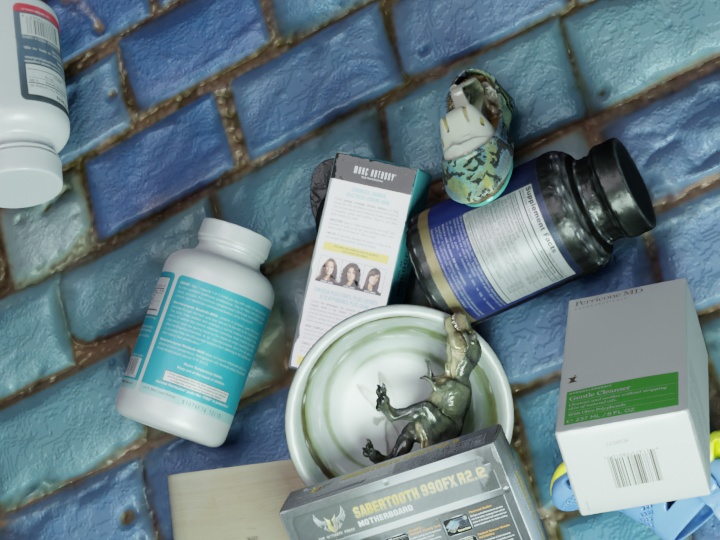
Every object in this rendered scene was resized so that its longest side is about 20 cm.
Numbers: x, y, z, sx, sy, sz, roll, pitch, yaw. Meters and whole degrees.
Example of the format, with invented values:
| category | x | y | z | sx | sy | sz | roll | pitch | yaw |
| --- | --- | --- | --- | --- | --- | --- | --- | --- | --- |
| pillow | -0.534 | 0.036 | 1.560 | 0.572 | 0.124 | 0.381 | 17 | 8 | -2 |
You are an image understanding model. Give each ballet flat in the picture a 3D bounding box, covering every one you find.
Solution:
| category | x | y | z | sx | sy | sz | roll | pitch | yaw |
| --- | --- | --- | --- | --- | --- | --- | --- | --- | --- |
| ballet flat | 0.096 | -0.123 | 1.600 | 0.074 | 0.074 | 0.200 | -29 | 21 | 16 |

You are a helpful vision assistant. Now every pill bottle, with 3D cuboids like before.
| category | x | y | z | sx | sy | sz | roll | pitch | yaw |
| --- | --- | --- | --- | --- | --- | --- | --- | --- | --- |
| pill bottle | -0.364 | -0.173 | 1.892 | 0.119 | 0.119 | 0.201 | -19 | 65 | 21 |
| pill bottle | 0.149 | -0.035 | 1.581 | 0.199 | 0.112 | 0.112 | -25 | 64 | 18 |
| pill bottle | -0.148 | 0.056 | 1.708 | 0.110 | 0.111 | 0.201 | 15 | 81 | 31 |

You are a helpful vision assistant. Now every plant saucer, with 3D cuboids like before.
| category | x | y | z | sx | sy | sz | roll | pitch | yaw |
| --- | --- | --- | --- | --- | --- | --- | --- | --- | --- |
| plant saucer | 0.032 | 0.125 | 1.589 | 0.199 | 0.050 | 0.202 | -1 | 99 | -5 |

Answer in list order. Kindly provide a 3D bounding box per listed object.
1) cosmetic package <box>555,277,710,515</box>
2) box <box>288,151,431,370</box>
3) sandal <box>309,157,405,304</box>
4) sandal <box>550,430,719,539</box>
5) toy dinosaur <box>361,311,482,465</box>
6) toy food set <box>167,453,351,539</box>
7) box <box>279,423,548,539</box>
| category | x | y | z | sx | sy | sz | roll | pitch | yaw |
| --- | --- | --- | --- | --- | --- | --- | --- | --- | --- |
| cosmetic package | 0.219 | 0.098 | 1.449 | 0.107 | 0.085 | 0.200 | -13 | 27 | 15 |
| box | 0.000 | 0.000 | 1.644 | 0.082 | 0.049 | 0.201 | 13 | 90 | 18 |
| sandal | -0.003 | -0.023 | 1.693 | 0.075 | 0.048 | 0.201 | -26 | 65 | 19 |
| sandal | 0.248 | 0.181 | 1.479 | 0.199 | 0.079 | 0.088 | -9 | 73 | 27 |
| toy dinosaur | 0.051 | 0.135 | 1.546 | 0.088 | 0.047 | 0.201 | 5 | 101 | -13 |
| toy food set | -0.083 | 0.247 | 1.650 | 0.199 | 0.060 | 0.145 | -11 | 81 | 26 |
| box | 0.052 | 0.235 | 1.525 | 0.199 | 0.048 | 0.159 | -20 | 100 | 16 |
